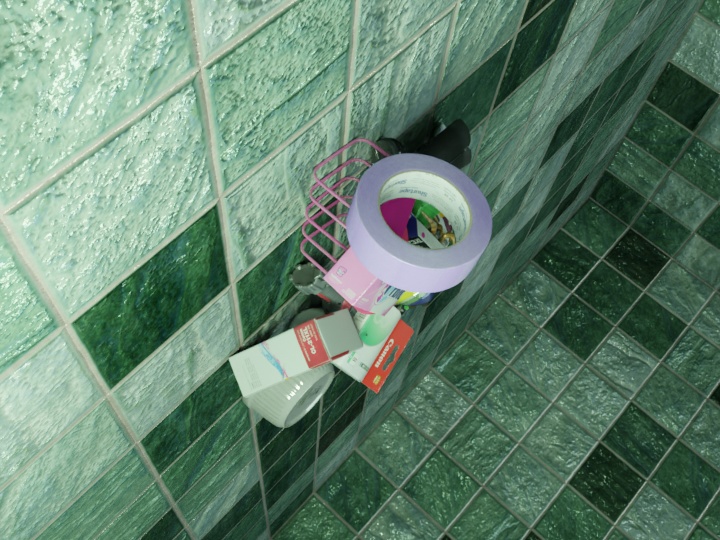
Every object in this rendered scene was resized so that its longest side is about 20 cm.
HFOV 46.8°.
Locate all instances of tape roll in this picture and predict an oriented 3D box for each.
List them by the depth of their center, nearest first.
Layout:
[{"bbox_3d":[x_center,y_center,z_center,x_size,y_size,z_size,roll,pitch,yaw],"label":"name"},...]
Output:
[{"bbox_3d":[0.083,-0.070,1.183,0.200,0.200,0.066,-40,165,-33],"label":"tape roll"}]

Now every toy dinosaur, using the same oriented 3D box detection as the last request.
[{"bbox_3d":[0.132,-0.061,1.612,0.106,0.060,0.200,-23,165,-30],"label":"toy dinosaur"}]

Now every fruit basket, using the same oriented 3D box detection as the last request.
[{"bbox_3d":[0.123,-0.182,1.618,0.200,0.094,0.185,-68,163,4],"label":"fruit basket"}]

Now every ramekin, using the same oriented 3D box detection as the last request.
[{"bbox_3d":[-0.145,0.241,1.771,0.200,0.105,0.200,-46,164,-17],"label":"ramekin"}]

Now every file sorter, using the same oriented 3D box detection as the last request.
[{"bbox_3d":[-0.010,-0.091,1.338,0.139,0.125,0.200,-38,160,-32],"label":"file sorter"}]

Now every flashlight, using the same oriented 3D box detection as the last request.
[{"bbox_3d":[-0.069,0.039,1.547,0.068,0.068,0.200,-52,150,0],"label":"flashlight"}]

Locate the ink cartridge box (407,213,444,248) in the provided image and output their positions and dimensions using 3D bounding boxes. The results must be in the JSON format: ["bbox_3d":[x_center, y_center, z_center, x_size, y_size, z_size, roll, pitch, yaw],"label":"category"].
[{"bbox_3d":[0.104,-0.040,1.584,0.200,0.095,0.037,44,48,-36],"label":"ink cartridge box"}]

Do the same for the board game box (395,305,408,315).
[{"bbox_3d":[0.093,0.038,1.866,0.135,0.029,0.200,-48,-166,-6],"label":"board game box"}]

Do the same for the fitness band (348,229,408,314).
[{"bbox_3d":[0.026,-0.019,1.509,0.037,0.144,0.200,2,102,-36],"label":"fitness band"}]

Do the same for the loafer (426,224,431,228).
[{"bbox_3d":[0.086,-0.032,1.836,0.200,0.076,0.068,-50,172,3],"label":"loafer"}]

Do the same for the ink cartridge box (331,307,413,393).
[{"bbox_3d":[0.036,0.154,1.680,0.200,0.050,0.161,41,77,-44],"label":"ink cartridge box"}]

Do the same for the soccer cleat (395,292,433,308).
[{"bbox_3d":[0.055,0.044,1.716,0.200,0.065,0.084,-9,127,-11],"label":"soccer cleat"}]

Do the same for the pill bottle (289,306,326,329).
[{"bbox_3d":[-0.058,0.126,1.730,0.111,0.111,0.200,-55,162,17],"label":"pill bottle"}]

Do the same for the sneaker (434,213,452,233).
[{"bbox_3d":[0.194,-0.142,1.886,0.090,0.075,0.200,-45,166,1],"label":"sneaker"}]

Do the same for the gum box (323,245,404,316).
[{"bbox_3d":[0.030,0.003,1.305,0.114,0.066,0.200,-49,163,4],"label":"gum box"}]

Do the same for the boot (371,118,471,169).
[{"bbox_3d":[0.115,-0.206,1.450,0.200,0.066,0.165,-32,150,-22],"label":"boot"}]

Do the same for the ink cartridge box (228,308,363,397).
[{"bbox_3d":[-0.119,0.151,1.529,0.200,0.083,0.146,-25,175,24],"label":"ink cartridge box"}]

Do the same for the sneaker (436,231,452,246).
[{"bbox_3d":[0.142,-0.041,2.021,0.200,0.075,0.082,-46,180,7],"label":"sneaker"}]
